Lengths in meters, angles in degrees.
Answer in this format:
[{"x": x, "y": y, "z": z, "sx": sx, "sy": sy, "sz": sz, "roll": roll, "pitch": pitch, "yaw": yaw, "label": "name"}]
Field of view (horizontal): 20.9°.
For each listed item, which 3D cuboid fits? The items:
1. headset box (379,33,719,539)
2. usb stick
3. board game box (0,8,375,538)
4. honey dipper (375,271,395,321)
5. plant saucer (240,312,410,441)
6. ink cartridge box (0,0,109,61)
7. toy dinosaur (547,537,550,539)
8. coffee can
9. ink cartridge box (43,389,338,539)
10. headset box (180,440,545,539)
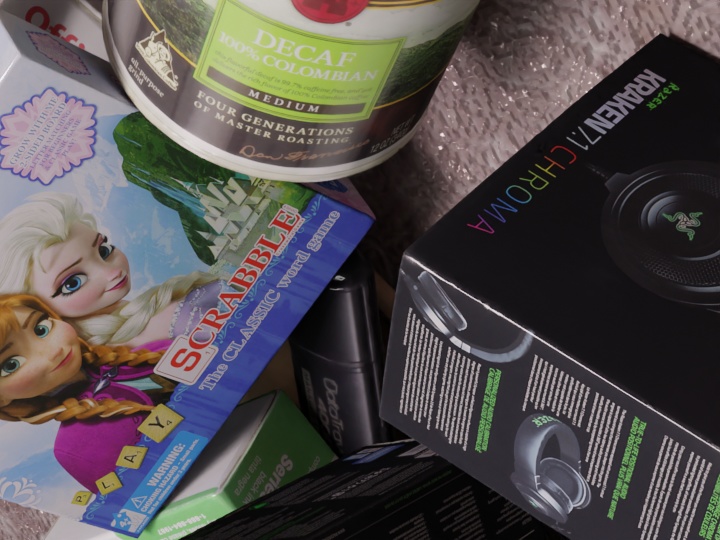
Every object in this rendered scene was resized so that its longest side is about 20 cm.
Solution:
[{"x": 0.140, "y": 0.029, "z": 0.720, "sx": 0.200, "sy": 0.174, "sz": 0.093, "roll": 33, "pitch": 141, "yaw": 23, "label": "headset box"}, {"x": -0.008, "y": 0.065, "z": 0.976, "sx": 0.055, "sy": 0.033, "sz": 0.200, "roll": 23, "pitch": 138, "yaw": 32, "label": "usb stick"}, {"x": -0.126, "y": 0.011, "z": 0.853, "sx": 0.200, "sy": 0.199, "sz": 0.041, "roll": -54, "pitch": 41, "yaw": 16, "label": "board game box"}, {"x": 0.000, "y": 0.000, "z": 0.964, "sx": 0.200, "sy": 0.038, "sz": 0.038, "roll": 46, "pitch": 144, "yaw": 11, "label": "honey dipper"}, {"x": -0.029, "y": 0.068, "z": 1.057, "sx": 0.200, "sy": 0.029, "sz": 0.200, "roll": 27, "pitch": 137, "yaw": 28, "label": "plant saucer"}, {"x": -0.147, "y": -0.030, "z": 0.961, "sx": 0.145, "sy": 0.087, "sz": 0.200, "roll": 41, "pitch": 107, "yaw": 15, "label": "ink cartridge box"}, {"x": 0.078, "y": 0.152, "z": 1.013, "sx": 0.106, "sy": 0.060, "sz": 0.200, "roll": 37, "pitch": 155, "yaw": 36, "label": "toy dinosaur"}, {"x": -0.010, "y": -0.150, "z": 0.746, "sx": 0.146, "sy": 0.146, "sz": 0.200, "roll": 42, "pitch": 144, "yaw": 11, "label": "coffee can"}, {"x": -0.046, "y": 0.176, "z": 1.004, "sx": 0.146, "sy": 0.084, "sz": 0.200, "roll": -25, "pitch": 113, "yaw": 36, "label": "ink cartridge box"}, {"x": 0.015, "y": 0.191, "z": 0.857, "sx": 0.093, "sy": 0.174, "sz": 0.200, "roll": -12, "pitch": 96, "yaw": 37, "label": "headset box"}]
